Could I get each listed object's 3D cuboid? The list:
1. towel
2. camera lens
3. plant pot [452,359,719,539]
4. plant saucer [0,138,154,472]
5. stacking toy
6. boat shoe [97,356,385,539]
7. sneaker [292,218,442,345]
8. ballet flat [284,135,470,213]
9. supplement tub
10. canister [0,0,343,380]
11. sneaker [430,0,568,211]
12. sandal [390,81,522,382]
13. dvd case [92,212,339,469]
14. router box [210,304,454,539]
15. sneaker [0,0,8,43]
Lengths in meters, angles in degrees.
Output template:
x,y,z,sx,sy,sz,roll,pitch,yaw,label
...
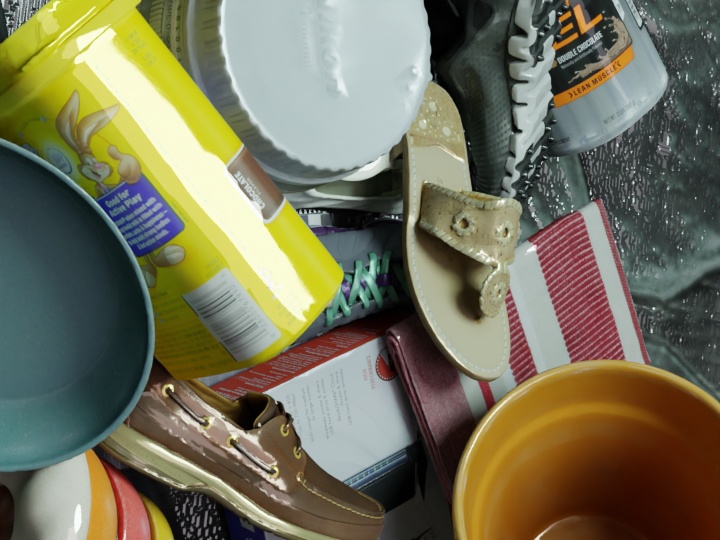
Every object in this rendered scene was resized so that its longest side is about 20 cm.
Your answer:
x,y,z,sx,sy,sz,roll,pitch,yaw,label
0.115,0.056,0.979,0.199,0.023,0.146,-31,114,-25,towel
-0.074,-0.124,0.824,0.158,0.199,0.163,1,89,-36,camera lens
0.162,0.191,0.931,0.201,0.198,0.184,-56,159,-23,plant pot
-0.196,0.011,0.695,0.201,0.198,0.036,53,22,-23,plant saucer
-0.156,0.166,0.821,0.199,0.145,0.148,29,72,-50,stacking toy
-0.062,0.109,0.827,0.199,0.072,0.068,29,91,-21,boat shoe
0.000,0.000,0.926,0.199,0.087,0.076,-22,104,-46,sneaker
0.017,-0.074,0.976,0.198,0.069,0.071,-8,94,-37,ballet flat
0.136,-0.197,1.032,0.123,0.122,0.201,-45,113,-28,supplement tub
-0.115,-0.043,0.725,0.201,0.148,0.087,52,60,-15,canister
0.092,-0.125,0.988,0.067,0.090,0.202,-47,148,-45,sneaker
0.070,-0.040,0.905,0.077,0.069,0.215,4,63,-35,sandal
-0.096,0.042,0.917,0.198,0.016,0.151,-6,93,-38,dvd case
-0.006,0.147,0.951,0.178,0.049,0.203,-24,110,-35,router box
-0.208,-0.073,0.815,0.082,0.070,0.202,-26,103,-55,sneaker
